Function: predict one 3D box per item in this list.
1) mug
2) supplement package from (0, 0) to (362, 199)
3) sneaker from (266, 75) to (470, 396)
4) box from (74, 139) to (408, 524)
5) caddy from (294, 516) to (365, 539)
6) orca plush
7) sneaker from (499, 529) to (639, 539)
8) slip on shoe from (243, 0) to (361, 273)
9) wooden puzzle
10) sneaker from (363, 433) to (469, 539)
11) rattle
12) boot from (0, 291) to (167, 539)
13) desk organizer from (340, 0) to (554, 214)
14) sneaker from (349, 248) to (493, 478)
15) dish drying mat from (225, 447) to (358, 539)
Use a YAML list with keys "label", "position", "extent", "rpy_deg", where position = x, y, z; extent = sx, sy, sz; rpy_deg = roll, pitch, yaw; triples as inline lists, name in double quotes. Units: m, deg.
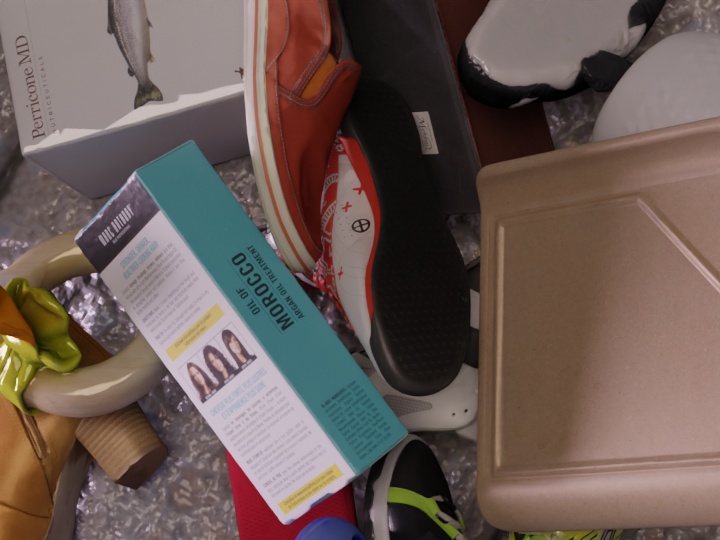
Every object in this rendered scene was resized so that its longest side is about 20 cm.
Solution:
- label: "mug"
  position: [0.207, -0.026, 1.005]
  extent: [0.175, 0.147, 0.201]
  rpy_deg: [44, 115, 26]
- label: "supplement package"
  position: [-0.105, -0.134, 1.096]
  extent: [0.198, 0.117, 0.118]
  rpy_deg: [-15, 78, 9]
- label: "sneaker"
  position: [0.001, 0.000, 1.029]
  extent: [0.067, 0.108, 0.203]
  rpy_deg: [6, 57, -30]
- label: "box"
  position: [-0.067, 0.035, 0.987]
  extent: [0.201, 0.049, 0.082]
  rpy_deg: [54, 137, 2]
- label: "caddy"
  position: [-0.030, 0.235, 0.967]
  extent: [0.104, 0.141, 0.202]
  rpy_deg: [-6, 87, 25]
- label: "orca plush"
  position: [0.119, -0.145, 1.061]
  extent: [0.105, 0.071, 0.200]
  rpy_deg: [33, 54, 2]
- label: "sneaker"
  position: [0.104, 0.152, 1.006]
  extent: [0.075, 0.076, 0.201]
  rpy_deg: [25, 80, 34]
- label: "slip on shoe"
  position: [-0.030, -0.100, 0.985]
  extent: [0.061, 0.074, 0.202]
  rpy_deg: [-1, 88, 5]
- label: "wooden puzzle"
  position: [0.139, 0.033, 0.940]
  extent: [0.184, 0.037, 0.202]
  rpy_deg: [-10, 78, 42]
- label: "sneaker"
  position: [0.059, 0.177, 0.966]
  extent: [0.082, 0.072, 0.202]
  rpy_deg: [-23, 59, 24]
- label: "rattle"
  position: [-0.135, -0.008, 1.043]
  extent: [0.198, 0.144, 0.131]
  rpy_deg: [-16, 38, 1]
- label: "boot"
  position: [-0.227, 0.120, 1.100]
  extent: [0.201, 0.071, 0.144]
  rpy_deg: [-43, 68, -5]
- label: "desk organizer"
  position: [0.046, -0.140, 1.060]
  extent: [0.071, 0.077, 0.202]
  rpy_deg: [-1, 113, 42]
- label: "sneaker"
  position: [0.067, 0.051, 1.048]
  extent: [0.200, 0.074, 0.089]
  rpy_deg: [-39, 74, 13]
- label: "dish drying mat"
  position: [-0.038, 0.138, 1.047]
  extent: [0.076, 0.018, 0.202]
  rpy_deg: [-7, 95, 20]
